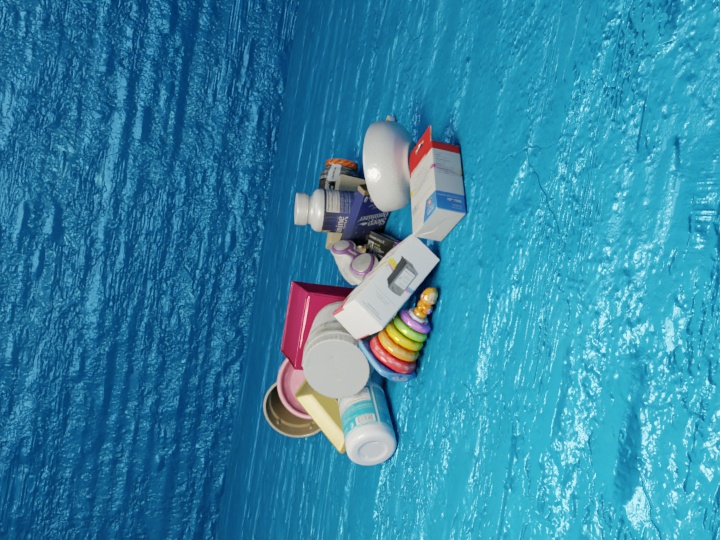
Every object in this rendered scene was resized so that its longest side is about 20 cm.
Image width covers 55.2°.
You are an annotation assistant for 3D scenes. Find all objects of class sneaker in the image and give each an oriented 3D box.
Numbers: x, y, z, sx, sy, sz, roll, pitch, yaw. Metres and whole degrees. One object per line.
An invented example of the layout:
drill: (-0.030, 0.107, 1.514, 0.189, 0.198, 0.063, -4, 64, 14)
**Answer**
sneaker: (0.000, 0.000, 1.636, 0.200, 0.075, 0.100, 47, 160, 54)

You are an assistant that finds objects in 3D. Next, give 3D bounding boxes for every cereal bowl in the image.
cereal bowl: (0.082, -0.232, 1.515, 0.200, 0.083, 0.201, -2, -90, -65)

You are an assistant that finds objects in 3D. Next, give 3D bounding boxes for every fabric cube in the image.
fabric cube: (-0.076, 0.144, 1.748, 0.200, 0.198, 0.197, -153, 73, -72)

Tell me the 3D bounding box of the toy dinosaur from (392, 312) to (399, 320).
toy dinosaur: (0.077, 0.119, 1.532, 0.088, 0.047, 0.201, -94, 23, -54)

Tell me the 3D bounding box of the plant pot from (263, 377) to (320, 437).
plant pot: (-0.181, 0.357, 2.039, 0.184, 0.199, 0.201, -98, 21, -69)

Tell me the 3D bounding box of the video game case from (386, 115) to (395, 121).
video game case: (0.060, -0.271, 1.803, 0.200, 0.023, 0.183, 114, 157, -44)

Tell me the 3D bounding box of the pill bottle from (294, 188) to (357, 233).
pill bottle: (-0.069, -0.154, 1.792, 0.111, 0.199, 0.112, -177, 90, -80)

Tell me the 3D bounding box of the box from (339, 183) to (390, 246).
box: (0.019, -0.128, 1.709, 0.032, 0.121, 0.201, 47, 133, 30)

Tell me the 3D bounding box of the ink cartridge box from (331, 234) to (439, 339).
ink cartridge box: (0.050, 0.036, 1.412, 0.200, 0.086, 0.148, -49, 5, -25)

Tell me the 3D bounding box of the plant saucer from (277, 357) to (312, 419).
plant saucer: (-0.126, 0.305, 1.880, 0.051, 0.199, 0.202, 61, -149, -72)

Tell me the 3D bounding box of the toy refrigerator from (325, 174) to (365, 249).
toy refrigerator: (-0.041, -0.154, 1.895, 0.070, 0.075, 0.201, 137, 143, -70)

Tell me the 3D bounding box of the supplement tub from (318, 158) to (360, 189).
supplement tub: (-0.065, -0.215, 2.006, 0.122, 0.122, 0.201, 168, 109, -72)

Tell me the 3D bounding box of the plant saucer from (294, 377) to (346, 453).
plant saucer: (-0.069, 0.350, 1.741, 0.200, 0.048, 0.200, 50, 148, 10)

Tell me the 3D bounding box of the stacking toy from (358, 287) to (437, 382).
stacking toy: (0.100, 0.118, 1.395, 0.200, 0.116, 0.110, -57, 47, 19)

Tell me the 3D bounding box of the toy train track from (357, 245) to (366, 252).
toy train track: (-0.008, -0.063, 1.905, 0.200, 0.032, 0.115, -127, 48, -68)

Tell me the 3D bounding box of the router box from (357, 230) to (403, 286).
router box: (0.055, -0.007, 1.641, 0.200, 0.051, 0.150, -145, 66, -71)

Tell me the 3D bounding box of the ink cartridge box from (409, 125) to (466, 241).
ink cartridge box: (0.151, -0.176, 1.387, 0.116, 0.067, 0.201, 128, 146, -57)

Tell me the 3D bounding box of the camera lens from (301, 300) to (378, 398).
camera lens: (-0.041, 0.172, 1.542, 0.200, 0.159, 0.161, -76, 2, -68)

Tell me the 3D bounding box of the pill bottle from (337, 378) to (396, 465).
pill bottle: (0.010, 0.323, 1.536, 0.200, 0.110, 0.111, -104, 28, -52)
